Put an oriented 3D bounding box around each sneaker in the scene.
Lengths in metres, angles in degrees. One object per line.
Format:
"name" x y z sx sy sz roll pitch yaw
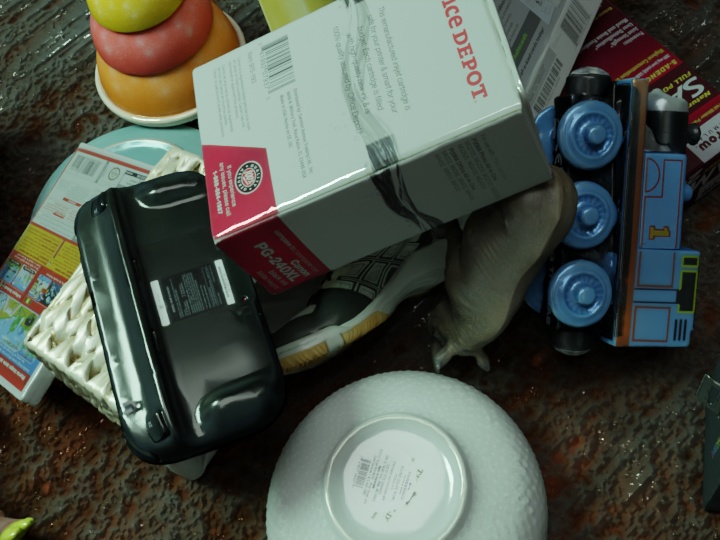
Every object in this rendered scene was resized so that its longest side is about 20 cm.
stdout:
"sneaker" 0.000 0.000 0.730 0.199 0.076 0.088 -34 88 -20

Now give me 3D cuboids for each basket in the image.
"basket" -0.128 0.028 0.708 0.123 0.136 0.201 28 70 18

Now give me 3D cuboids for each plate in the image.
"plate" -0.198 -0.053 0.832 0.199 0.026 0.201 -4 61 7

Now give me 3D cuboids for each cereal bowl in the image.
"cereal bowl" 0.028 0.157 0.648 0.198 0.083 0.201 -4 62 7

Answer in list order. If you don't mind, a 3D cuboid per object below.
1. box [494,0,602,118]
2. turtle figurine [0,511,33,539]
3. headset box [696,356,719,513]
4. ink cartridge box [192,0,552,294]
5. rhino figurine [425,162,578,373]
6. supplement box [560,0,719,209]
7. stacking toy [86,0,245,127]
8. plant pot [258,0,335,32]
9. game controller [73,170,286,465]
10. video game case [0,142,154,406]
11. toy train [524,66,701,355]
"box" 0.091 -0.217 0.715 0.041 0.200 0.157 0 58 52
"turtle figurine" -0.317 0.144 0.673 0.064 0.200 0.162 -41 83 11
"headset box" 0.309 0.094 0.582 0.198 0.174 0.093 5 63 14
"ink cartridge box" 0.004 -0.094 0.603 0.199 0.083 0.146 -21 56 14
"rhino figurine" 0.084 -0.002 0.653 0.059 0.201 0.088 2 39 -27
"supplement box" 0.209 -0.136 0.788 0.109 0.061 0.200 -35 63 -8
"stacking toy" -0.187 -0.236 0.828 0.145 0.200 0.147 -4 59 6
"plant pot" -0.006 -0.243 0.781 0.200 0.189 0.202 -16 52 21
"game controller" -0.119 0.023 0.619 0.104 0.042 0.201 -14 62 -15
"video game case" -0.239 -0.005 0.766 0.143 0.017 0.201 20 76 45
"toy train" 0.179 -0.039 0.675 0.113 0.087 0.202 1 96 -10
